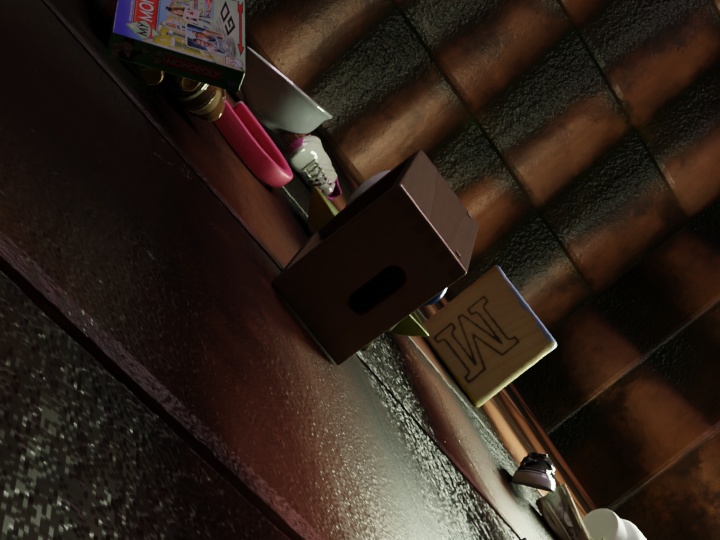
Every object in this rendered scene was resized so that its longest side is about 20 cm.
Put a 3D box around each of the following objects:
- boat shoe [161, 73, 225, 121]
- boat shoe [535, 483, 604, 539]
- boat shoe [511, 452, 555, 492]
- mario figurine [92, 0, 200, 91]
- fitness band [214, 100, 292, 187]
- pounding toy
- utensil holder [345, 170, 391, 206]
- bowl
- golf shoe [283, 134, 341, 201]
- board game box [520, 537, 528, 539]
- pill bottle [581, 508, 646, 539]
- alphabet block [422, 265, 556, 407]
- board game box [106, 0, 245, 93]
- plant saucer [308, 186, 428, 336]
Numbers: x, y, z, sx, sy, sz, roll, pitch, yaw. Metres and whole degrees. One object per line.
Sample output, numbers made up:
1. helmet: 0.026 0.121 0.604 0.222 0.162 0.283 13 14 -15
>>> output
1. boat shoe: -0.204 -0.242 1.144 0.074 0.075 0.201 54 11 -42
2. boat shoe: 0.367 0.444 1.573 0.201 0.062 0.073 53 5 -5
3. boat shoe: 0.283 0.322 1.555 0.067 0.058 0.200 11 -10 11
4. mario figurine: -0.222 -0.284 1.052 0.123 0.106 0.201 44 11 -43
5. fitness band: -0.165 -0.197 1.328 0.201 0.037 0.144 53 6 9
6. pounding toy: 0.019 0.007 0.956 0.143 0.199 0.184 51 20 -8
7. utensil holder: 0.082 -0.086 2.023 0.201 0.169 0.170 53 5 26
8. bowl: -0.153 -0.309 1.754 0.200 0.091 0.201 38 6 -5
9. golf shoe: -0.082 -0.192 1.816 0.092 0.075 0.200 57 8 17
10. board game box: 0.175 0.330 0.723 0.197 0.056 0.200 53 5 -4
11. pill bottle: 0.467 0.515 1.708 0.200 0.112 0.112 49 6 -27
12. alphabet block: 0.257 0.133 1.923 0.197 0.199 0.195 53 5 12
13. board game box: -0.186 -0.270 0.998 0.132 0.029 0.202 13 42 -21
14. plant saucer: 0.000 0.000 1.398 0.200 0.048 0.201 47 9 -48
